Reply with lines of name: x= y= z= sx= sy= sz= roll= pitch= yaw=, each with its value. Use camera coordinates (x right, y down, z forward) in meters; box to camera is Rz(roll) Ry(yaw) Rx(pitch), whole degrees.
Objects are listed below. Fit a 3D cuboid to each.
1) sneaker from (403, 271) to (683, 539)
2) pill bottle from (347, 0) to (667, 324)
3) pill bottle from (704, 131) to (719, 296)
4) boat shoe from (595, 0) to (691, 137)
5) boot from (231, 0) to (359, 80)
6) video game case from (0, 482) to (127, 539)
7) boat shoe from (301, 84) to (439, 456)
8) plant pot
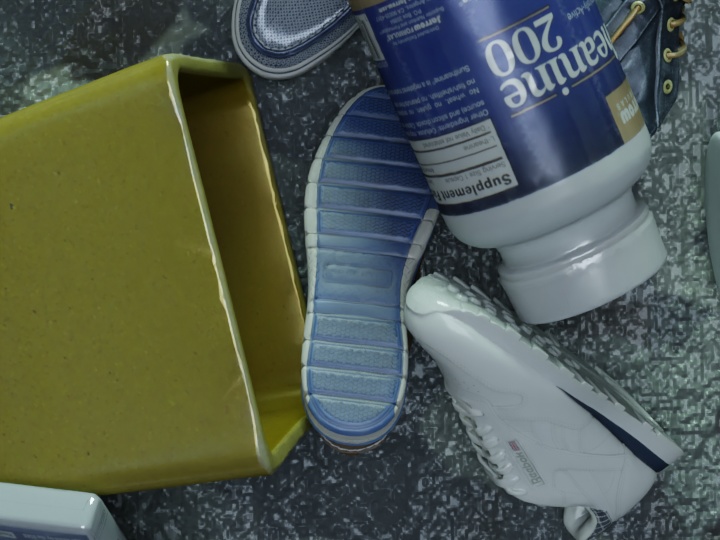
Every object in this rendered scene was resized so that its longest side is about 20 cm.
sneaker: x=0.085 y=0.075 z=0.935 sx=0.081 sy=0.077 sz=0.199 roll=-47 pitch=123 yaw=9
pill bottle: x=0.076 y=-0.081 z=0.887 sx=0.110 sy=0.111 sz=0.202 roll=-24 pitch=101 yaw=2
pill bottle: x=0.286 y=-0.033 z=0.940 sx=0.197 sy=0.114 sz=0.116 roll=-5 pitch=93 yaw=1
boat shoe: x=0.151 y=-0.135 z=0.962 sx=0.091 sy=0.071 sz=0.200 roll=44 pitch=100 yaw=-3
boot: x=-0.001 y=-0.188 z=0.945 sx=0.072 sy=0.090 sz=0.201 roll=36 pitch=93 yaw=-2
video game case: x=-0.195 y=0.155 z=0.910 sx=0.198 sy=0.183 sz=0.023 roll=3 pitch=55 yaw=17
boat shoe: x=0.000 y=0.000 z=0.961 sx=0.071 sy=0.073 sz=0.202 roll=11 pitch=67 yaw=1
plant pot: x=-0.144 y=0.013 z=0.916 sx=0.198 sy=0.195 sz=0.197 roll=-13 pitch=93 yaw=9
